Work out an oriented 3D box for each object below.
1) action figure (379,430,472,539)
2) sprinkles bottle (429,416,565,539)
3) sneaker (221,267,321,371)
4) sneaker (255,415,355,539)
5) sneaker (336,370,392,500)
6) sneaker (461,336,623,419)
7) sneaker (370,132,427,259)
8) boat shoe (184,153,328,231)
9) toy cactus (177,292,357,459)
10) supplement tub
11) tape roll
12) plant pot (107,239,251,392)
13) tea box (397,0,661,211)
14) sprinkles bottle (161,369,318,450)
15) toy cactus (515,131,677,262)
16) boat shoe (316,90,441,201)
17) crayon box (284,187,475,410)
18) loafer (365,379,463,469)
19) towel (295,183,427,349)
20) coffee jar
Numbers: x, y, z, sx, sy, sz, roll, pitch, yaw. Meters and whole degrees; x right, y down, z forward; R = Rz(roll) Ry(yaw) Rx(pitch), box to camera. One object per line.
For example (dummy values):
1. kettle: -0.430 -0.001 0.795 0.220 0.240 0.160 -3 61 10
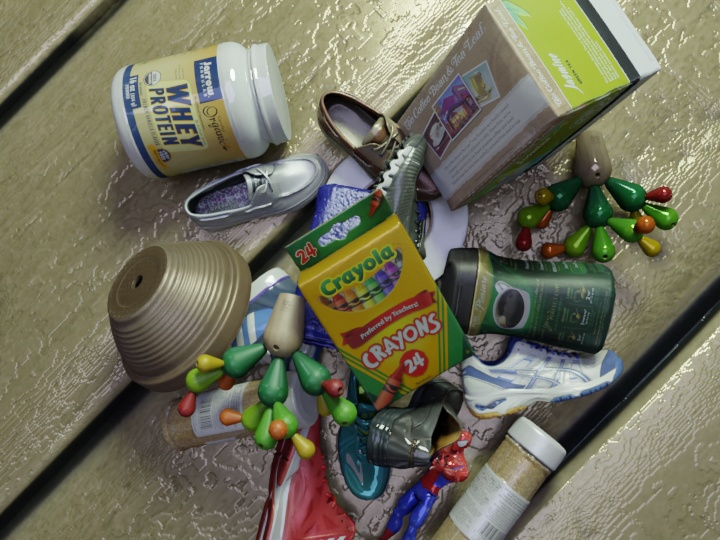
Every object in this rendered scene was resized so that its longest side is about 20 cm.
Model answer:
1. action figure: 0.059 0.268 0.716 0.201 0.099 0.065 -53 41 0
2. sprinkles bottle: 0.163 0.277 0.725 0.068 0.068 0.201 37 88 7
3. sneaker: -0.128 0.110 0.766 0.200 0.081 0.147 -42 79 -6
4. sneaker: -0.056 0.274 0.763 0.114 0.078 0.203 19 79 -17
5. sneaker: 0.005 0.185 0.749 0.076 0.080 0.204 1 85 5
6. sneaker: 0.221 0.118 0.740 0.196 0.075 0.090 -15 83 2
7. sneaker: 0.043 -0.053 0.685 0.089 0.066 0.203 25 89 -4
8. boat shoe: -0.139 -0.109 0.794 0.196 0.069 0.073 -13 83 3
9. toy cactus: -0.098 0.107 0.648 0.197 0.102 0.168 6 76 22
10. supplement tub: -0.198 -0.207 0.771 0.196 0.144 0.147 -12 84 4
11. tape roll: 0.043 -0.070 0.792 0.199 0.037 0.207 -1 84 5
12. plant pot: -0.236 0.035 0.726 0.198 0.093 0.204 -19 50 24
13. tea box: 0.181 -0.196 0.676 0.195 0.200 0.135 -27 82 -29
14. sprinkles bottle: -0.150 0.174 0.742 0.197 0.068 0.070 -16 83 21
15. toy cactus: 0.291 -0.095 0.746 0.196 0.102 0.168 -4 74 13
16. boat shoe: 0.024 -0.155 0.747 0.198 0.072 0.076 33 88 7
17. crayon box: 0.019 0.033 0.637 0.126 0.051 0.202 -31 104 6
18. loafer: 0.083 0.180 0.686 0.071 0.199 0.074 9 104 30
19. towel: 0.000 0.000 0.734 0.145 0.050 0.204 10 73 0
20. coffee jar: 0.195 0.033 0.724 0.196 0.085 0.106 9 109 6
